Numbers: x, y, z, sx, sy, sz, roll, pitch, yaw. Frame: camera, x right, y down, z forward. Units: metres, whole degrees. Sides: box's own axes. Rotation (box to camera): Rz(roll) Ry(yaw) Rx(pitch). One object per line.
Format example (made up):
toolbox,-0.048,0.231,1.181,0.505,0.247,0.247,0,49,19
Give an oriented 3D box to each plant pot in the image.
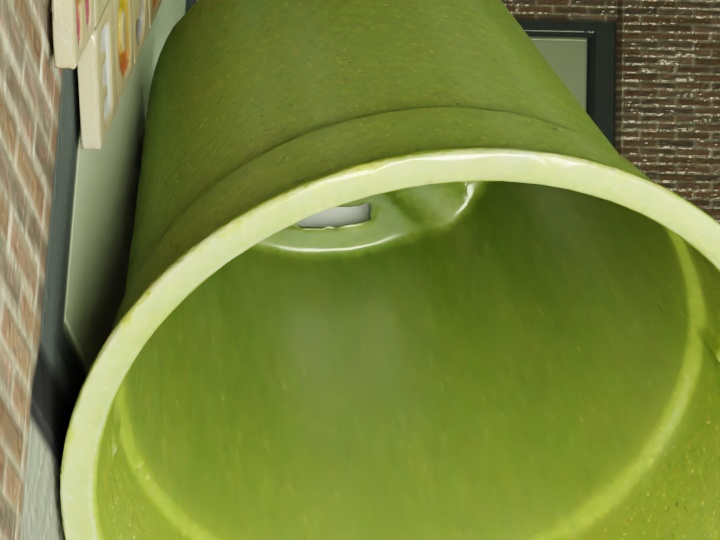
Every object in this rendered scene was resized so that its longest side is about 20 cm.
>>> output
plant pot,0.005,-0.002,0.767,0.190,0.199,0.201,-106,-168,-52

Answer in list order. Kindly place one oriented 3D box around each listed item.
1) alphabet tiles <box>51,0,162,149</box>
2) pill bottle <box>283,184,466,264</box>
alphabet tiles,-0.067,-0.134,0.726,0.200,0.008,0.168,-82,173,-67
pill bottle,0.000,0.000,0.986,0.200,0.119,0.120,87,6,-63
